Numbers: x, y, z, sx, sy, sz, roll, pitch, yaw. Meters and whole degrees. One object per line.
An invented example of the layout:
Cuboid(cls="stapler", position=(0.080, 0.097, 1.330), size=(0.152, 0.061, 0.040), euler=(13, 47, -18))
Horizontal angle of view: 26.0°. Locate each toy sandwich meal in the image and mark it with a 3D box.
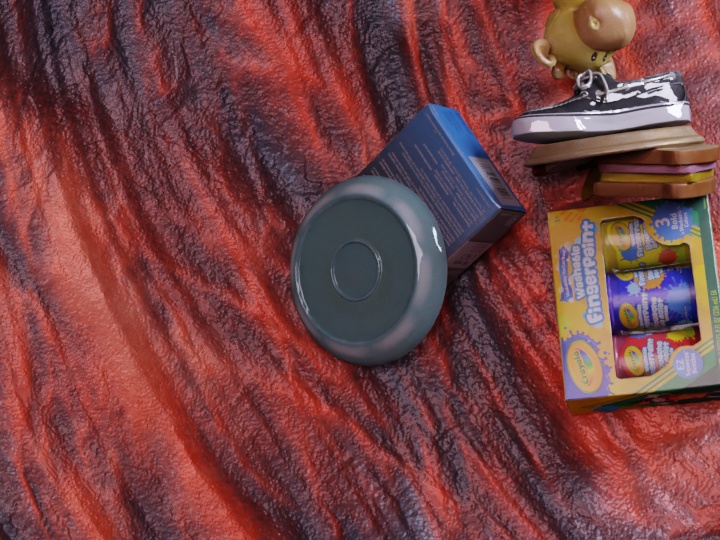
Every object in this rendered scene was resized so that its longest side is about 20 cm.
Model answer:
Cuboid(cls="toy sandwich meal", position=(0.266, -0.101, 1.580), size=(0.203, 0.205, 0.071), euler=(-7, 92, 11))

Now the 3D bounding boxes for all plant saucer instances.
Cuboid(cls="plant saucer", position=(0.000, 0.000, 1.646), size=(0.198, 0.027, 0.203), euler=(-1, 89, 34))

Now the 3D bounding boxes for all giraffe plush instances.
Cuboid(cls="giraffe plush", position=(0.233, -0.287, 1.644), size=(0.171, 0.200, 0.164), euler=(0, 78, -12))

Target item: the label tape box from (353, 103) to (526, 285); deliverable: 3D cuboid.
Cuboid(cls="label tape box", position=(0.058, -0.056, 1.661), size=(0.200, 0.063, 0.145), euler=(-43, 67, 26))

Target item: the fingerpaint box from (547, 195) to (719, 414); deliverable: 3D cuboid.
Cuboid(cls="fingerpaint box", position=(0.282, 0.034, 1.584), size=(0.165, 0.073, 0.202), euler=(-6, 72, 12))

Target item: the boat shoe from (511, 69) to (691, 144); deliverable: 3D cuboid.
Cuboid(cls="boat shoe", position=(0.247, -0.174, 1.617), size=(0.197, 0.074, 0.069), euler=(-9, 86, -9))
